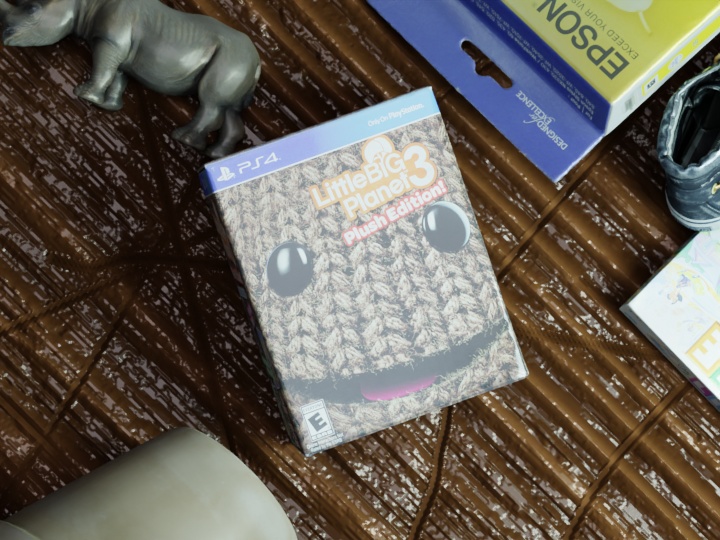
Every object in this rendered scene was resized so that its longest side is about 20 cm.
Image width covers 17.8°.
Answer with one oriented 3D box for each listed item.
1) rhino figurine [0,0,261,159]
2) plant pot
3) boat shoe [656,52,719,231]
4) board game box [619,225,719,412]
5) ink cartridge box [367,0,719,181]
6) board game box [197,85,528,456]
[{"bbox_3d":[-0.160,-0.151,1.544,0.199,0.060,0.088,25,89,-4],"label":"rhino figurine"},{"bbox_3d":[-0.140,0.198,1.462,0.200,0.200,0.174,45,66,1],"label":"plant pot"},{"bbox_3d":[0.263,-0.127,1.544,0.071,0.091,0.201,22,73,23],"label":"boat shoe"},{"bbox_3d":[0.295,0.050,1.572,0.134,0.034,0.200,-45,89,-7],"label":"board game box"},{"bbox_3d":[0.137,-0.195,1.542,0.200,0.047,0.198,-41,68,-8],"label":"ink cartridge box"},{"bbox_3d":[0.000,0.000,1.514,0.159,0.097,0.201,-20,93,-6],"label":"board game box"}]
